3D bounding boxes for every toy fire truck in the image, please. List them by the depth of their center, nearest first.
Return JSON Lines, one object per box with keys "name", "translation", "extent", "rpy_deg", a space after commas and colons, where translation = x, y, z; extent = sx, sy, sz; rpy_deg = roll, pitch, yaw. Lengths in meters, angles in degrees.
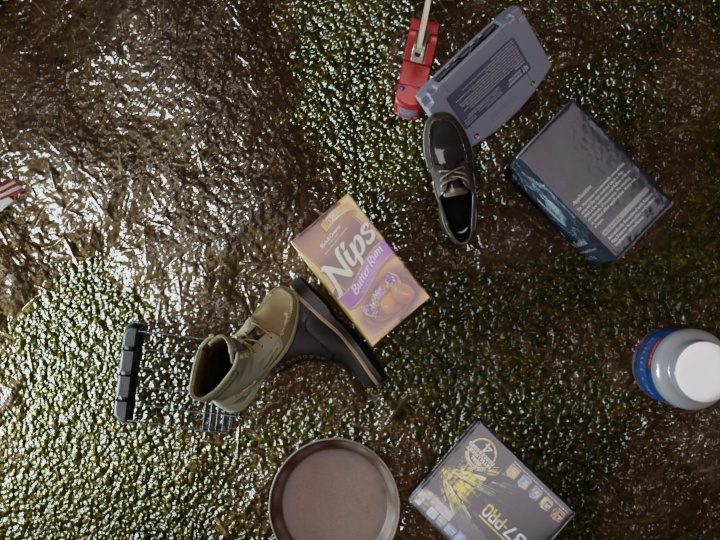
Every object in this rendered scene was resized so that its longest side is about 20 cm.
{"name": "toy fire truck", "translation": [0.089, -0.333, 1.592], "extent": [0.048, 0.141, 0.204], "rpy_deg": [12, 88, 2]}

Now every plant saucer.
{"name": "plant saucer", "translation": [-0.038, 0.352, 1.618], "extent": [0.196, 0.034, 0.205], "rpy_deg": [0, 87, 2]}

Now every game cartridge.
{"name": "game cartridge", "translation": [0.187, -0.276, 1.603], "extent": [0.200, 0.041, 0.133], "rpy_deg": [-42, 123, -2]}

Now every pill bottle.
{"name": "pill bottle", "translation": [0.459, 0.137, 1.531], "extent": [0.110, 0.200, 0.115], "rpy_deg": [0, 87, 1]}

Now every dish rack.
{"name": "dish rack", "translation": [-0.271, 0.165, 1.624], "extent": [0.196, 0.055, 0.157], "rpy_deg": [7, 89, 0]}

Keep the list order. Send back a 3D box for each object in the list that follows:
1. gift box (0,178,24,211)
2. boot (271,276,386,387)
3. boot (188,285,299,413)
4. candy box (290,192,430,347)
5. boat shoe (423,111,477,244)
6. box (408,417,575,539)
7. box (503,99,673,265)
{"name": "gift box", "translation": [-0.625, -0.128, 1.587], "extent": [0.184, 0.200, 0.188], "rpy_deg": [-40, 72, 3]}
{"name": "boot", "translation": [-0.069, 0.130, 1.616], "extent": [0.138, 0.077, 0.200], "rpy_deg": [-45, 74, 4]}
{"name": "boot", "translation": [-0.162, 0.103, 1.525], "extent": [0.071, 0.155, 0.202], "rpy_deg": [29, 85, 17]}
{"name": "candy box", "translation": [0.000, 0.000, 1.622], "extent": [0.116, 0.056, 0.201], "rpy_deg": [-39, 86, 0]}
{"name": "boat shoe", "translation": [0.140, -0.131, 1.581], "extent": [0.073, 0.074, 0.203], "rpy_deg": [-16, 114, 1]}
{"name": "box", "translation": [0.193, 0.347, 1.604], "extent": [0.200, 0.049, 0.161], "rpy_deg": [44, 92, 3]}
{"name": "box", "translation": [0.319, -0.120, 1.549], "extent": [0.117, 0.197, 0.200], "rpy_deg": [-44, 87, 0]}
